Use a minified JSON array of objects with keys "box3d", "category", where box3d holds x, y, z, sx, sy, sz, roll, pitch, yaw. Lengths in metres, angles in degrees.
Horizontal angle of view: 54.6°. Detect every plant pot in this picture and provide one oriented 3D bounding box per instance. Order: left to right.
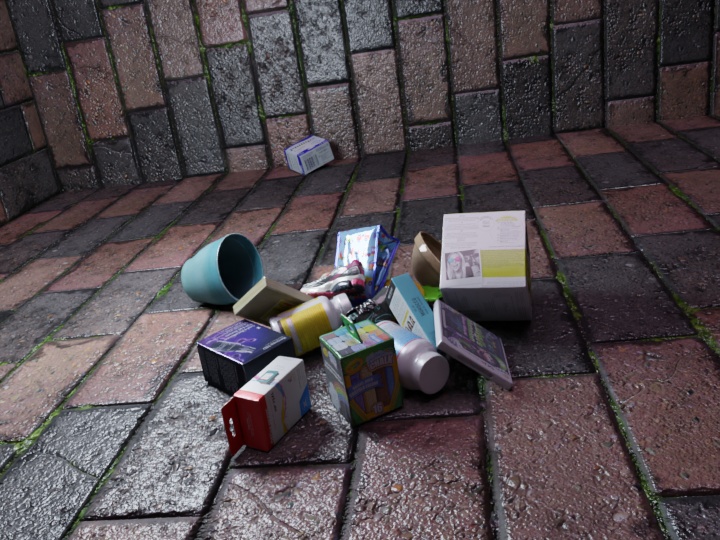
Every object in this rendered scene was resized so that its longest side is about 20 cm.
[{"box3d":[-0.417,0.013,2.045,0.185,0.204,0.200,-14,16,30],"category":"plant pot"},{"box3d":[0.203,-0.003,1.893,0.093,0.200,0.202,-45,13,18],"category":"plant pot"}]

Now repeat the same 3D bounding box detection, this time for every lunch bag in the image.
[{"box3d":[0.000,0.000,1.791,0.148,0.094,0.204,-7,61,42],"category":"lunch bag"}]

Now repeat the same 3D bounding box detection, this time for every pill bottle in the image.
[{"box3d":[-0.113,0.130,1.683,0.196,0.113,0.111,-23,24,-10],"category":"pill bottle"},{"box3d":[0.098,0.188,1.494,0.107,0.111,0.199,-20,24,-27],"category":"pill bottle"}]

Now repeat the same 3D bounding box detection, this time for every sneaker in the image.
[{"box3d":[-0.067,0.032,1.755,0.197,0.076,0.080,-15,-29,33],"category":"sneaker"},{"box3d":[0.016,0.112,1.642,0.075,0.080,0.201,22,69,45],"category":"sneaker"}]

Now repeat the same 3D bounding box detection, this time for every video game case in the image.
[{"box3d":[0.237,0.154,1.495,0.180,0.024,0.201,32,21,-9],"category":"video game case"}]

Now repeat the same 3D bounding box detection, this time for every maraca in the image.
[{"box3d":[0.117,0.070,1.780,0.195,0.109,0.137,-10,20,-4],"category":"maraca"}]

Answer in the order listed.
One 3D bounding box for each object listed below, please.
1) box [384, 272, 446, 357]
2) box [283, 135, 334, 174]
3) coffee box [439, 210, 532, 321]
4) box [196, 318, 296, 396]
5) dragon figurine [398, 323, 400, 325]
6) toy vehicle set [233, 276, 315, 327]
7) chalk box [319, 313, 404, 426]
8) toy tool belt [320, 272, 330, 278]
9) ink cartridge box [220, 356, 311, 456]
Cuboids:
[{"box3d":[0.128,0.112,1.574,0.048,0.083,0.202,-17,60,-24],"category":"box"},{"box3d":[-0.262,-0.583,3.505,0.182,0.107,0.199,-31,30,-20],"category":"box"},{"box3d":[0.305,-0.007,1.671,0.195,0.200,0.202,-2,64,16],"category":"coffee box"},{"box3d":[-0.258,0.205,1.597,0.197,0.107,0.147,12,29,43],"category":"box"},{"box3d":[0.127,0.137,1.676,0.196,0.060,0.099,6,25,32],"category":"dragon figurine"},{"box3d":[-0.200,0.091,1.716,0.124,0.198,0.027,-39,50,24],"category":"toy vehicle set"},{"box3d":[-0.001,0.184,1.415,0.121,0.205,0.124,-16,23,-21],"category":"chalk box"},{"box3d":[-0.032,0.035,1.910,0.195,0.128,0.123,-3,13,16],"category":"toy tool belt"},{"box3d":[-0.183,0.272,1.385,0.066,0.119,0.200,5,26,29],"category":"ink cartridge box"}]
